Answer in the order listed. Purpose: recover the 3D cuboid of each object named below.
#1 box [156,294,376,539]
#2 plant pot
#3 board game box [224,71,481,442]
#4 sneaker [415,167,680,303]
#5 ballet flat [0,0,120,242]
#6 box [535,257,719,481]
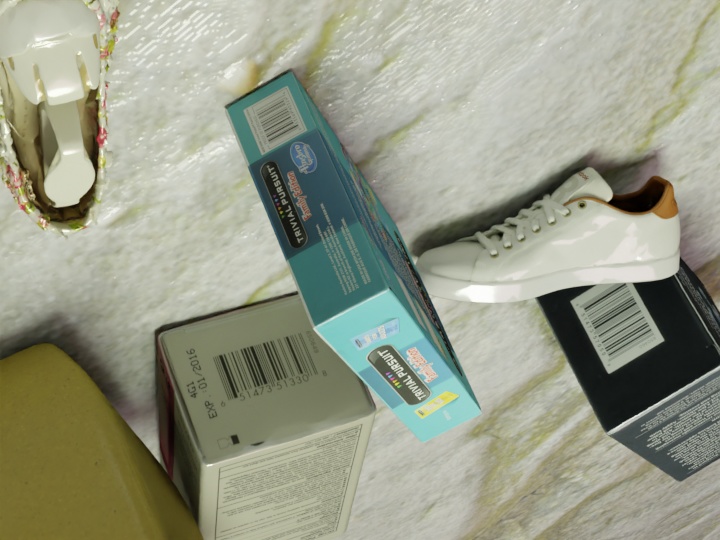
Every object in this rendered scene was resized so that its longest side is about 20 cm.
[{"bbox_3d":[-0.075,0.124,0.950,0.127,0.110,0.201,-15,149,-18],"label":"box"},{"bbox_3d":[-0.208,0.168,0.829,0.193,0.201,0.196,-23,151,-3],"label":"plant pot"},{"bbox_3d":[0.000,0.000,0.770,0.047,0.152,0.200,-27,150,6],"label":"board game box"},{"bbox_3d":[0.131,-0.031,0.925,0.198,0.073,0.085,-9,113,-13],"label":"sneaker"},{"bbox_3d":[-0.143,-0.089,0.616,0.075,0.064,0.201,-15,148,-15],"label":"ballet flat"},{"bbox_3d":[0.241,0.066,1.052,0.107,0.149,0.200,-33,149,15],"label":"box"}]
